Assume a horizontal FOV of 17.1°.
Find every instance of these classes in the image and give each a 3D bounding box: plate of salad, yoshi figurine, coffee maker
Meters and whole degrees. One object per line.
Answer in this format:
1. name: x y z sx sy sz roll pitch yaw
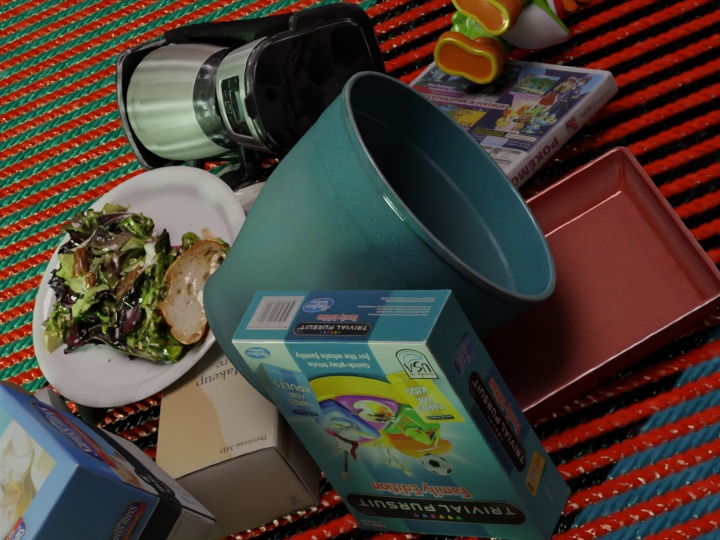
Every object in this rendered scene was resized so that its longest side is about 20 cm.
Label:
1. plate of salad: -0.171 0.007 1.782 0.200 0.048 0.201 -17 56 27
2. yoshi figurine: 0.112 -0.236 1.929 0.112 0.112 0.200 -12 22 33
3. coffee maker: -0.071 -0.158 1.930 0.200 0.135 0.192 1 41 50

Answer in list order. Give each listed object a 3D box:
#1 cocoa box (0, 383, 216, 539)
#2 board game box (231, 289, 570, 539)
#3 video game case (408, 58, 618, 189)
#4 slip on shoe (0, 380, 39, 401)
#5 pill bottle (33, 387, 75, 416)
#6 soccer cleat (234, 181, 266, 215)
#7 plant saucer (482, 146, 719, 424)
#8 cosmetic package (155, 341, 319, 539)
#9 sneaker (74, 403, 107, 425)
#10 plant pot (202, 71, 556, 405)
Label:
1. cocoa box: -0.221 0.205 1.614 0.133 0.131 0.200 35 95 50
2. board game box: 0.028 0.096 1.555 0.151 0.200 0.047 -1 47 35
3. video game case: 0.075 -0.102 1.864 0.182 0.023 0.200 -44 32 -24
4. slip on shoe: -0.286 0.168 1.680 0.061 0.076 0.200 35 101 46
5. pill bottle: -0.291 0.175 1.763 0.200 0.114 0.114 -32 37 0
6. soccer cleat: -0.134 -0.029 1.885 0.200 0.069 0.078 -30 56 -23
7. plant saucer: 0.143 0.021 1.695 0.200 0.037 0.200 -31 37 3
8. cosmetic package: -0.087 0.093 1.746 0.105 0.071 0.200 -21 38 16
9. sneaker: -0.195 0.037 1.893 0.088 0.077 0.200 -13 43 8
10. plant pot: 0.000 0.000 1.649 0.188 0.200 0.200 -43 33 22
